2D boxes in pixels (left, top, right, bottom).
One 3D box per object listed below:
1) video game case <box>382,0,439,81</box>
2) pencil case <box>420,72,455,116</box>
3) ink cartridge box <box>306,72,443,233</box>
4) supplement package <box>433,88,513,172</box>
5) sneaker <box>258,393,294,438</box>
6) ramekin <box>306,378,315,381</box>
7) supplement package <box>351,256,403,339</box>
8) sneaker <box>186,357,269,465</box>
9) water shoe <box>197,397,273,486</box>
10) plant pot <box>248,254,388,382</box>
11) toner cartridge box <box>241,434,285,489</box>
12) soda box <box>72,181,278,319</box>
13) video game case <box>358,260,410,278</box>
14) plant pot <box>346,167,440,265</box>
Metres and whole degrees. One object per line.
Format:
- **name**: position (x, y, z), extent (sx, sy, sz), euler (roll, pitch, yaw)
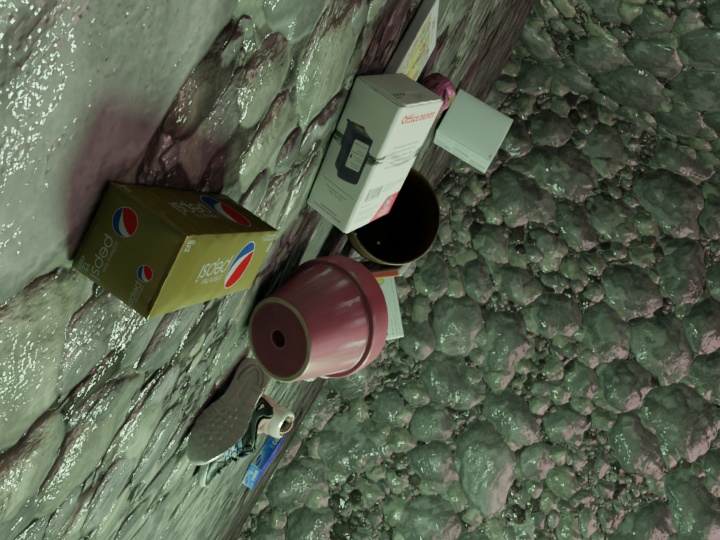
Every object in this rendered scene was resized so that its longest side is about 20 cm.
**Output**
- **video game case**: position (0.071, -0.325, 1.020), extent (0.204, 0.022, 0.182), euler (-61, 174, 0)
- **pencil case**: position (0.123, -0.318, 1.229), extent (0.201, 0.084, 0.085), euler (-55, 142, -43)
- **ink cartridge box**: position (0.021, -0.175, 0.903), extent (0.144, 0.083, 0.204), euler (-31, 152, -56)
- **supplement package**: position (0.356, -0.443, 1.969), extent (0.159, 0.196, 0.111), euler (-58, 175, -6)
- **sneaker**: position (-0.211, 0.355, 1.441), extent (0.076, 0.103, 0.202), euler (-57, 174, -30)
- **ramekin**: position (-0.109, 0.165, 1.454), extent (0.206, 0.093, 0.203), euler (-59, 174, -10)
- **supplement package**: position (0.038, 0.065, 1.521), extent (0.156, 0.107, 0.208), euler (20, 60, -86)
- **sneaker**: position (-0.218, 0.242, 1.025), extent (0.201, 0.076, 0.081), euler (-53, -179, -43)
- **water shoe**: position (-0.242, 0.340, 1.214), extent (0.203, 0.077, 0.072), euler (-58, 174, -18)
- **plant pot**: position (-0.077, 0.089, 0.995), extent (0.177, 0.198, 0.204), euler (-19, 142, -57)
- **toner cartridge box**: position (-0.320, 0.622, 2.062), extent (0.097, 0.042, 0.200), euler (-64, 173, 26)
- **soda box**: position (-0.134, -0.020, 0.495), extent (0.065, 0.067, 0.200), euler (-59, 174, 9)
- **video game case**: position (0.000, 0.000, 1.256), extent (0.143, 0.193, 0.018), euler (-41, 123, -72)
- **plant pot**: position (0.040, -0.095, 1.241), extent (0.190, 0.184, 0.200), euler (-58, -171, -14)
